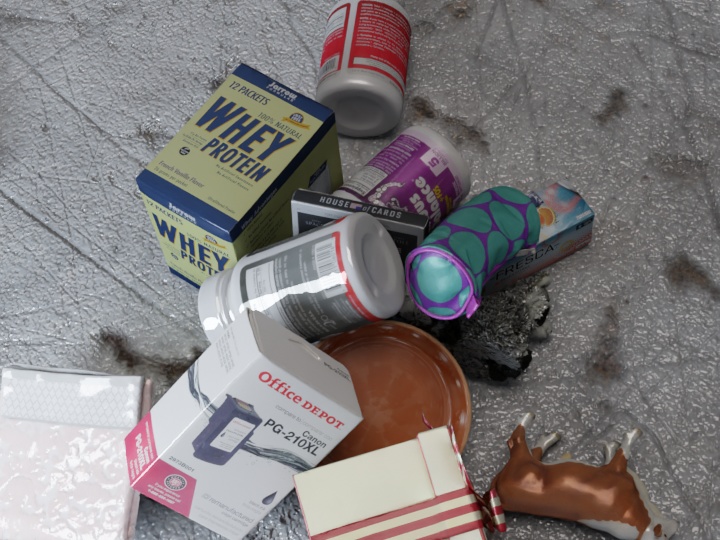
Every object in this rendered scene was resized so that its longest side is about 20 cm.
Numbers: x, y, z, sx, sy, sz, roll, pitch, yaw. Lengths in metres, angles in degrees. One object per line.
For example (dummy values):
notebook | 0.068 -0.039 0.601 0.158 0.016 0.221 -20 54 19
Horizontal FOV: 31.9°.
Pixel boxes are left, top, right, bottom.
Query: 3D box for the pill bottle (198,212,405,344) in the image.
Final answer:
pill bottle | -0.063 0.022 1.327 0.200 0.114 0.114 -19 55 27

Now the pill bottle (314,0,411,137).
pill bottle | 0.007 -0.281 1.622 0.112 0.112 0.200 4 60 6

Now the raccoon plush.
raccoon plush | 0.139 0.029 1.398 0.097 0.200 0.134 -10 48 42

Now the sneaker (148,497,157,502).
sneaker | -0.245 0.185 1.383 0.200 0.075 0.085 27 64 19

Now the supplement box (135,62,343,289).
supplement box | -0.130 -0.089 1.465 0.134 0.200 0.200 29 65 20

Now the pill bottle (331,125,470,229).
pill bottle | 0.028 -0.072 1.495 0.112 0.112 0.200 39 69 23

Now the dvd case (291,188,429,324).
dvd case | 0.000 0.000 1.404 0.150 0.200 0.025 12 50 11

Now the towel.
towel | -0.318 0.199 1.345 0.199 0.032 0.192 2 79 26

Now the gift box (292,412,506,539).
gift box | 0.041 0.247 1.246 0.186 0.185 0.201 -15 78 -4

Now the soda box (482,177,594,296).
soda box | 0.174 -0.028 1.482 0.200 0.068 0.064 -28 61 -11

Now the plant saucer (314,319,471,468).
plant saucer | 0.019 0.153 1.362 0.200 0.032 0.201 0 90 -5

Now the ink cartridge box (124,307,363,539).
ink cartridge box | -0.118 0.158 1.271 0.200 0.145 0.084 -46 32 15

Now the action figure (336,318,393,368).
action figure | -0.022 0.138 1.397 0.118 0.055 0.200 45 82 -7

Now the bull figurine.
bull figurine | 0.240 0.225 1.332 0.199 0.065 0.122 11 57 8

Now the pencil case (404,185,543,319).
pencil case | 0.124 -0.022 1.344 0.092 0.085 0.200 40 38 9
